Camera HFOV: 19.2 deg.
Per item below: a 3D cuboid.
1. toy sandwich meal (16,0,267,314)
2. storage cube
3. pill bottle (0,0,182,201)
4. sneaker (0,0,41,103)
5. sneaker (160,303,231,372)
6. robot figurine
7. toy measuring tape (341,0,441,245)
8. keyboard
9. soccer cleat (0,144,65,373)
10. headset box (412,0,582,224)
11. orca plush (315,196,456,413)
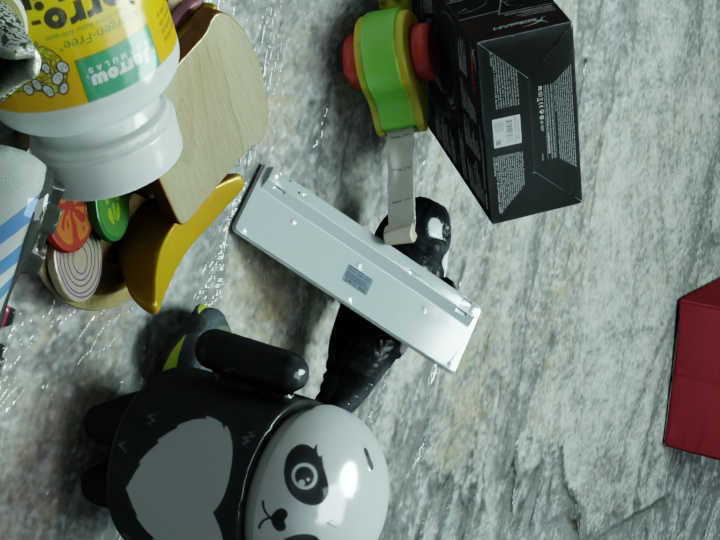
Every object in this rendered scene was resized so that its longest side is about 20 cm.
[{"bbox_3d":[-0.130,-0.068,1.301,0.205,0.070,0.207,-31,127,-54],"label":"toy sandwich meal"},{"bbox_3d":[0.448,0.109,2.308,0.200,0.179,0.172,-21,118,-56],"label":"storage cube"},{"bbox_3d":[-0.162,-0.144,1.153,0.113,0.112,0.201,-48,134,-43],"label":"pill bottle"},{"bbox_3d":[-0.236,-0.068,1.041,0.200,0.089,0.077,-43,130,-4],"label":"sneaker"},{"bbox_3d":[-0.074,0.097,1.455,0.074,0.080,0.201,-61,147,-29],"label":"sneaker"},{"bbox_3d":[-0.079,0.130,1.333,0.125,0.199,0.151,-58,146,-31],"label":"robot figurine"},{"bbox_3d":[0.021,-0.120,1.526,0.074,0.073,0.201,47,39,-56],"label":"toy measuring tape"},{"bbox_3d":[0.000,0.000,1.508,0.199,0.011,0.057,33,72,-20],"label":"keyboard"},{"bbox_3d":[-0.230,0.018,1.172,0.070,0.086,0.201,-103,-146,-69],"label":"soccer cleat"},{"bbox_3d":[0.094,-0.151,1.582,0.200,0.077,0.150,-117,-163,-57],"label":"headset box"},{"bbox_3d":[-0.004,0.023,1.558,0.200,0.105,0.071,-51,136,-5],"label":"orca plush"}]
